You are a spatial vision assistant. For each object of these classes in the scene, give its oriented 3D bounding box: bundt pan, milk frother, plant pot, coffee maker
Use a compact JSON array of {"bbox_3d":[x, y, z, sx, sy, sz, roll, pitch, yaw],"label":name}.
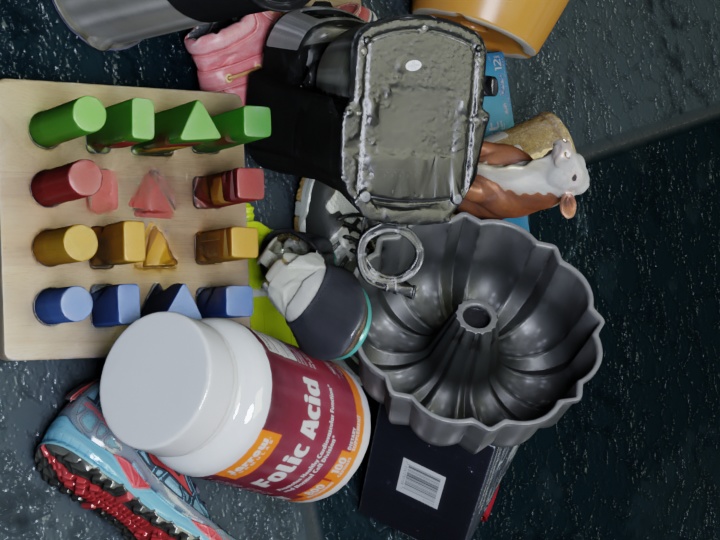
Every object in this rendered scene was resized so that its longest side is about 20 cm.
[{"bbox_3d":[0.083,0.056,1.209,0.202,0.201,0.076,-56,167,-35],"label":"bundt pan"},{"bbox_3d":[-0.094,-0.239,1.175,0.200,0.188,0.181,38,60,-40],"label":"milk frother"},{"bbox_3d":[0.135,-0.305,1.456,0.200,0.200,0.184,22,85,-45],"label":"plant pot"},{"bbox_3d":[-0.008,-0.102,1.170,0.134,0.200,0.193,26,89,-25],"label":"coffee maker"}]

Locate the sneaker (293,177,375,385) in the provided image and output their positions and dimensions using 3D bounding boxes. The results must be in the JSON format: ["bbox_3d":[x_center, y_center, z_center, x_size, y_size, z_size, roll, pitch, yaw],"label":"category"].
[{"bbox_3d":[0.000,0.000,1.329,0.076,0.087,0.201,-13,99,-48],"label":"sneaker"}]

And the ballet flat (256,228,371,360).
[{"bbox_3d":[-0.045,0.011,1.170,0.073,0.200,0.073,-3,108,-9],"label":"ballet flat"}]

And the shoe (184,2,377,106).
[{"bbox_3d":[-0.062,-0.196,1.288,0.200,0.071,0.091,-41,125,-36],"label":"shoe"}]

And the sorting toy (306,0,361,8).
[{"bbox_3d":[-0.068,-0.319,1.333,0.200,0.036,0.186,1,86,-53],"label":"sorting toy"}]

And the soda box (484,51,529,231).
[{"bbox_3d":[0.106,-0.103,1.480,0.064,0.068,0.201,-13,96,-48],"label":"soda box"}]

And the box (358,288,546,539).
[{"bbox_3d":[0.091,0.113,1.342,0.182,0.104,0.200,-58,166,-35],"label":"box"}]

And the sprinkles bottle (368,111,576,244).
[{"bbox_3d":[0.095,-0.076,1.396,0.199,0.068,0.068,-24,106,-14],"label":"sprinkles bottle"}]

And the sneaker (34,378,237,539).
[{"bbox_3d":[-0.146,0.153,1.163,0.200,0.079,0.096,47,52,-35],"label":"sneaker"}]

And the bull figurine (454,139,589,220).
[{"bbox_3d":[0.097,-0.077,1.256,0.121,0.200,0.065,17,82,-19],"label":"bull figurine"}]

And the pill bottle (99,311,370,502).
[{"bbox_3d":[-0.088,0.099,1.128,0.200,0.114,0.115,26,67,-55],"label":"pill bottle"}]

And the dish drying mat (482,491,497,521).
[{"bbox_3d":[0.129,0.138,1.522,0.077,0.018,0.201,41,57,-40],"label":"dish drying mat"}]

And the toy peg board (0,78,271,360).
[{"bbox_3d":[-0.154,-0.039,1.122,0.199,0.098,0.200,0,86,-33],"label":"toy peg board"}]

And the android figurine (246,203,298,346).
[{"bbox_3d":[-0.101,0.045,1.252,0.182,0.041,0.201,-7,92,-48],"label":"android figurine"}]
